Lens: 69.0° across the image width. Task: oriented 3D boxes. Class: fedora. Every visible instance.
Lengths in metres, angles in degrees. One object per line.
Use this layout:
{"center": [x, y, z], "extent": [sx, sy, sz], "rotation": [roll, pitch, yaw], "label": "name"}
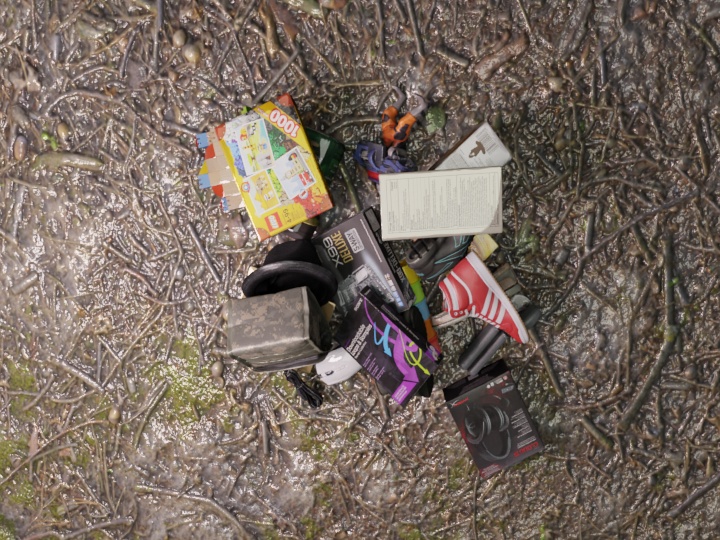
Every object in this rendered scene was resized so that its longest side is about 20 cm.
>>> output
{"center": [-0.135, 0.004, 1.006], "extent": [0.192, 0.203, 0.095], "rotation": [-5, 60, 5], "label": "fedora"}

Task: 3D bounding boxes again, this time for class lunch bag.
{"center": [-0.147, 0.126, 1.001], "extent": [0.157, 0.201, 0.122], "rotation": [-10, 66, 8], "label": "lunch bag"}

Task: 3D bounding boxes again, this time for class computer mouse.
{"center": [-0.055, 0.201, 1.088], "extent": [0.197, 0.044, 0.111], "rotation": [-34, 105, 3], "label": "computer mouse"}

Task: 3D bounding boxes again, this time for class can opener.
{"center": [0.273, 0.132, 1.050], "extent": [0.052, 0.067, 0.202], "rotation": [33, 110, -17], "label": "can opener"}

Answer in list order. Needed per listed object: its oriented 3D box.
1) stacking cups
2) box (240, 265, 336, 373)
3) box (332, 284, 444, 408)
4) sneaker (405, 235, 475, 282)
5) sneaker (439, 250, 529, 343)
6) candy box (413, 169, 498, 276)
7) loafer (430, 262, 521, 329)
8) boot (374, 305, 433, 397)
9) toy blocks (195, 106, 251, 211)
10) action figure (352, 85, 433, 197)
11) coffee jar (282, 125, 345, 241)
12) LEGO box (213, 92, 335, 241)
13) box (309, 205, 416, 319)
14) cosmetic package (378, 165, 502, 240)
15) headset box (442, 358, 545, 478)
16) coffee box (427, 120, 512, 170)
{"center": [0.114, 0.081, 1.067], "extent": [0.058, 0.061, 0.207], "rotation": [-18, 104, 7], "label": "stacking cups"}
{"center": [-0.166, 0.105, 1.102], "extent": [0.194, 0.021, 0.169], "rotation": [23, 101, -1], "label": "box"}
{"center": [0.047, 0.147, 1.002], "extent": [0.199, 0.036, 0.145], "rotation": [42, 130, 14], "label": "box"}
{"center": [0.174, -0.061, 0.977], "extent": [0.199, 0.076, 0.079], "rotation": [-41, 118, 9], "label": "sneaker"}
{"center": [0.225, 0.076, 0.975], "extent": [0.111, 0.071, 0.202], "rotation": [-37, 100, 8], "label": "sneaker"}
{"center": [0.162, -0.082, 1.027], "extent": [0.115, 0.055, 0.200], "rotation": [-44, 94, 9], "label": "candy box"}
{"center": [0.221, 0.050, 1.044], "extent": [0.194, 0.072, 0.065], "rotation": [-25, 91, -2], "label": "loafer"}
{"center": [0.071, 0.170, 1.049], "extent": [0.126, 0.068, 0.207], "rotation": [-1, 114, 23], "label": "boot"}
{"center": [-0.258, -0.199, 1.026], "extent": [0.131, 0.100, 0.208], "rotation": [-9, 100, 17], "label": "toy blocks"}
{"center": [0.079, -0.224, 0.972], "extent": [0.102, 0.199, 0.200], "rotation": [4, 114, -37], "label": "action figure"}
{"center": [-0.108, -0.164, 1.007], "extent": [0.101, 0.085, 0.207], "rotation": [22, 97, 11], "label": "coffee jar"}
{"center": [-0.147, -0.178, 0.921], "extent": [0.144, 0.077, 0.206], "rotation": [-23, 96, 2], "label": "LEGO box"}
{"center": [0.000, 0.000, 1.028], "extent": [0.154, 0.050, 0.205], "rotation": [-22, 99, 34], "label": "box"}
{"center": [0.126, -0.109, 0.846], "extent": [0.191, 0.073, 0.108], "rotation": [-2, 99, 3], "label": "cosmetic package"}
{"center": [0.277, 0.313, 1.083], "extent": [0.145, 0.077, 0.205], "rotation": [-26, 96, 8], "label": "headset box"}
{"center": [0.160, -0.160, 0.931], "extent": [0.199, 0.114, 0.080], "rotation": [-42, 95, 8], "label": "coffee box"}
